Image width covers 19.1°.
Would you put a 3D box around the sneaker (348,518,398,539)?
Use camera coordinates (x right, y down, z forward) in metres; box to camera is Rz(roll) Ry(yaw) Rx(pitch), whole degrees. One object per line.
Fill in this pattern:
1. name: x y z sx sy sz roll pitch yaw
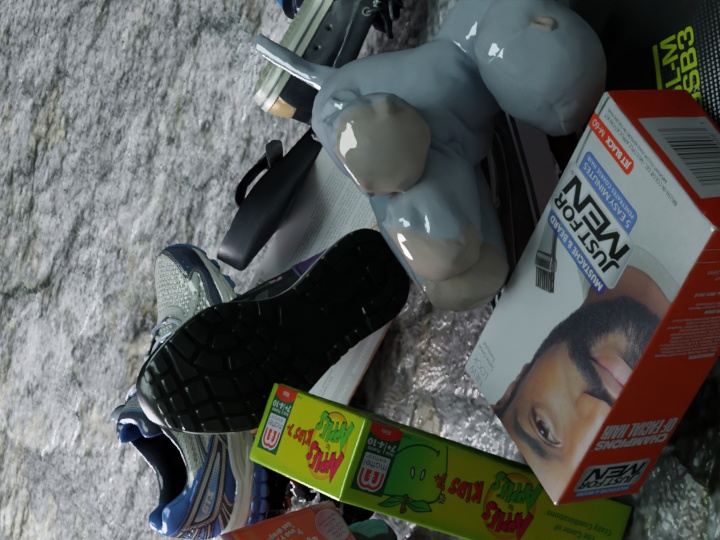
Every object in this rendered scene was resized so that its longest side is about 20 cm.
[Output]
1. sneaker: 0.000 0.258 1.425 0.091 0.077 0.201 42 130 41

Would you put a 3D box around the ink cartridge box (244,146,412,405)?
1. ink cartridge box: 0.000 0.000 1.391 0.176 0.045 0.201 26 88 57

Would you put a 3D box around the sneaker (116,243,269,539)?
1. sneaker: -0.116 0.080 1.390 0.077 0.085 0.202 -30 68 58

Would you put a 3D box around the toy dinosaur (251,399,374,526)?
1. toy dinosaur: -0.041 0.134 1.497 0.136 0.101 0.201 -121 25 -62

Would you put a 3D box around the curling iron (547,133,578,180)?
1. curling iron: 0.118 -0.097 1.290 0.050 0.025 0.201 74 -179 -58

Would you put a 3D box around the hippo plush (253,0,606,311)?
1. hippo plush: 0.066 -0.084 1.194 0.160 0.160 0.200 -35 28 -1

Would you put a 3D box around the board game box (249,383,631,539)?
1. board game box: 0.047 0.122 1.224 0.101 0.199 0.048 17 87 57

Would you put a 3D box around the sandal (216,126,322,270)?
1. sandal: -0.063 -0.061 1.464 0.076 0.043 0.200 -63 -3 19

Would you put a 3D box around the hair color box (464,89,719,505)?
1. hair color box: 0.139 0.016 1.140 0.111 0.064 0.201 56 137 37

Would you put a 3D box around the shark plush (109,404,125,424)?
1. shark plush: -0.139 0.109 1.632 0.200 0.083 0.092 27 110 55

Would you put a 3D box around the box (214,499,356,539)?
1. box: -0.067 0.253 1.374 0.103 0.094 0.200 55 136 24

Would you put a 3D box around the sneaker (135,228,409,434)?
1. sneaker: -0.062 0.047 1.274 0.087 0.199 0.076 -22 96 52

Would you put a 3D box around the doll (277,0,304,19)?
1. doll: -0.033 -0.236 1.522 0.136 0.048 0.202 -6 89 48

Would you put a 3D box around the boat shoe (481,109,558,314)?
1. boat shoe: 0.078 -0.060 1.276 0.072 0.067 0.202 105 150 -87

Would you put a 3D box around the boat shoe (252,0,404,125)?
1. boat shoe: 0.001 -0.184 1.441 0.201 0.062 0.075 -58 9 6

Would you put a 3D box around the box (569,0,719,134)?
1. box: 0.193 -0.091 1.157 0.193 0.047 0.202 -24 68 53
